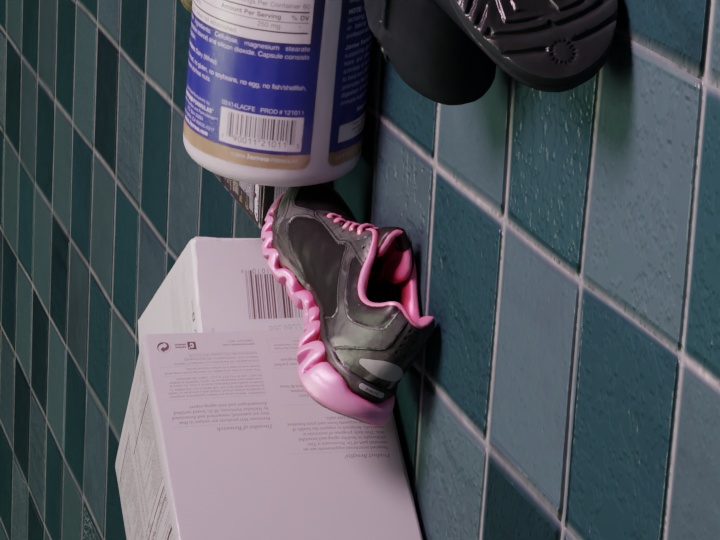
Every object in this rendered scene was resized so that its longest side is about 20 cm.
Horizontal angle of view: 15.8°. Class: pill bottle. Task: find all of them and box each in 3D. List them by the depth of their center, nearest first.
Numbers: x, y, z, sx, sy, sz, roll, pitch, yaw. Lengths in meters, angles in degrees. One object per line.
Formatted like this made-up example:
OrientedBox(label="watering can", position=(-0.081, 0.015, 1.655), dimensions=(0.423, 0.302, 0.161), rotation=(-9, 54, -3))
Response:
OrientedBox(label="pill bottle", position=(-0.047, -0.163, 1.617), dimensions=(0.116, 0.115, 0.200), rotation=(-123, 35, -62))

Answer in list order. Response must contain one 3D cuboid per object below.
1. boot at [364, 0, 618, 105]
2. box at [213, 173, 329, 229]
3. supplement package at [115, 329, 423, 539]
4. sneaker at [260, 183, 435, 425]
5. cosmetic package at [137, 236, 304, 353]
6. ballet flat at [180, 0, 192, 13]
OrientedBox(label="boot", position=(0.062, -0.133, 1.315), dimensions=(0.200, 0.076, 0.168), rotation=(58, 167, 27))
OrientedBox(label="box", position=(-0.060, -0.143, 1.781), dimensions=(0.158, 0.050, 0.200), rotation=(-133, 45, -68))
OrientedBox(label="supplement package", position=(-0.058, 0.160, 1.609), dimensions=(0.151, 0.151, 0.200), rotation=(107, 156, -49))
OrientedBox(label="sneaker", position=(0.000, 0.000, 1.576), dimensions=(0.095, 0.079, 0.200), rotation=(-55, 34, 28))
OrientedBox(label="cosmetic package", position=(-0.079, 0.042, 1.753), dimensions=(0.200, 0.113, 0.081), rotation=(138, 129, -67))
OrientedBox(label="ballet flat", position=(-0.128, -0.269, 1.999), dimensions=(0.071, 0.071, 0.200), rotation=(106, 157, -47))
